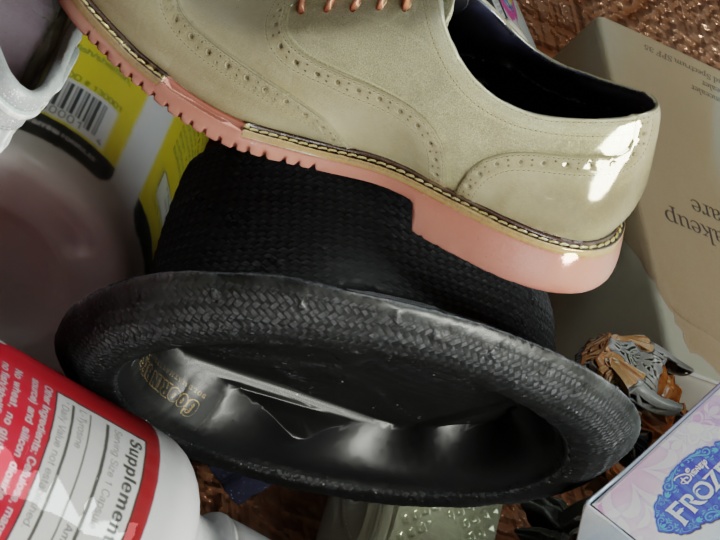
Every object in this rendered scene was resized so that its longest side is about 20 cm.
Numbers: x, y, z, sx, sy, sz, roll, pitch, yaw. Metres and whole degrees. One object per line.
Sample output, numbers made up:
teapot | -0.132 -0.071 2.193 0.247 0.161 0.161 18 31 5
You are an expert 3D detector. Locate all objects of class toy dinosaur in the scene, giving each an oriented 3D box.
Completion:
toy dinosaur | 0.122 0.116 1.126 0.201 0.135 0.102 64 30 -3

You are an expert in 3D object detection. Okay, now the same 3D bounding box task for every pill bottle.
pill bottle | -0.125 0.080 0.951 0.199 0.112 0.113 31 39 -20
pill bottle | -0.111 -0.059 1.093 0.114 0.114 0.200 36 37 -13

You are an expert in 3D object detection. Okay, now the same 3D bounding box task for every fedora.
fedora | 0.000 0.010 0.999 0.200 0.200 0.092 20 66 -31

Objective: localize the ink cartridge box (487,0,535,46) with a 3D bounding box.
ink cartridge box | 0.021 -0.089 1.198 0.146 0.082 0.201 9 58 -77

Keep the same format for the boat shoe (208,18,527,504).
boat shoe | 0.000 0.000 1.096 0.093 0.200 0.075 52 12 -3

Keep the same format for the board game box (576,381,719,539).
board game box | 0.211 0.092 1.028 0.199 0.041 0.200 39 58 22

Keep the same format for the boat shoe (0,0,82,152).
boat shoe | -0.112 -0.107 0.987 0.074 0.065 0.203 47 35 -26

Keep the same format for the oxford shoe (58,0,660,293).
oxford shoe | 0.001 -0.069 0.934 0.199 0.074 0.071 25 34 1

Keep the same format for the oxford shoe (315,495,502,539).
oxford shoe | 0.005 0.126 1.089 0.075 0.058 0.201 35 52 -25

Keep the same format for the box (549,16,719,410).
box | 0.128 -0.002 1.305 0.095 0.078 0.201 20 44 -32
